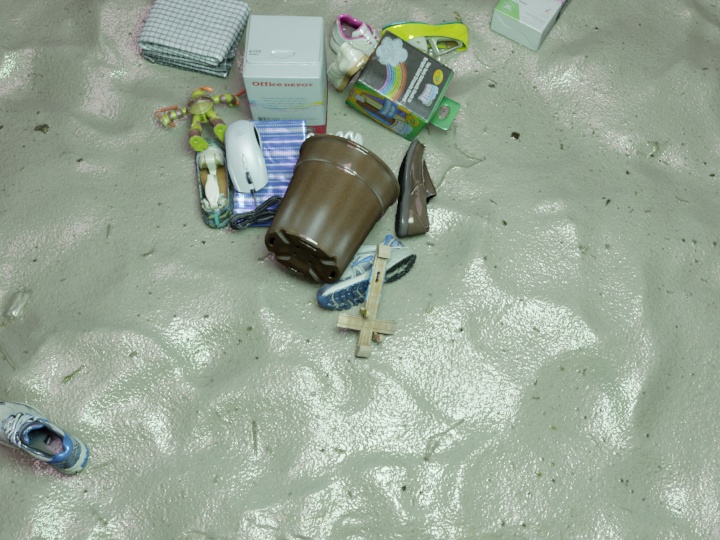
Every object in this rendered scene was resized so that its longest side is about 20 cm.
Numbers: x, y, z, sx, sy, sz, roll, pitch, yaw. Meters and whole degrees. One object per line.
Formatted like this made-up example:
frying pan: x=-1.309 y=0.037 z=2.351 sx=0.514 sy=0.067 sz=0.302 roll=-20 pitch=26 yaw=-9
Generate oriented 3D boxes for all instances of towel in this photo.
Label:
towel: x=-0.337 y=-0.492 z=1.722 sx=0.199 sy=0.086 sz=0.166 roll=15 pitch=66 yaw=8
towel: x=-0.172 y=-0.184 z=1.578 sx=0.144 sy=0.024 sz=0.201 roll=0 pitch=90 yaw=5

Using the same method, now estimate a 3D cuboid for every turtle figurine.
turtle figurine: x=-0.297 y=-0.311 z=1.631 sx=0.199 sy=0.065 sz=0.162 roll=-16 pitch=49 yaw=-10

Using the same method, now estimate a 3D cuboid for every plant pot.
plant pot: x=-0.061 y=-0.100 z=1.474 sx=0.199 sy=0.201 sz=0.199 roll=24 pitch=64 yaw=10

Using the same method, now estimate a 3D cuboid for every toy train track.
toy train track: x=0.026 y=0.055 z=1.467 sx=0.114 sy=0.033 sz=0.201 roll=9 pitch=94 yaw=-25

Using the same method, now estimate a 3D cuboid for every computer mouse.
computer mouse: x=-0.211 y=-0.183 z=1.551 sx=0.109 sy=0.044 sz=0.201 roll=-15 pitch=87 yaw=4

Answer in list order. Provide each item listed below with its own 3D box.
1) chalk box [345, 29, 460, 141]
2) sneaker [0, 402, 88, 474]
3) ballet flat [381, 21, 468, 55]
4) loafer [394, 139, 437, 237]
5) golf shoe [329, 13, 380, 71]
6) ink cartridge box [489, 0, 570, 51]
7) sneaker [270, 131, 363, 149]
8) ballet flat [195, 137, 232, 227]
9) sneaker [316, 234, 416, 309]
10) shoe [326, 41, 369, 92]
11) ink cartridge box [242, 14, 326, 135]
chalk box: x=0.093 y=-0.341 z=1.614 sx=0.199 sy=0.124 sz=0.125 roll=31 pitch=77 yaw=-8
sneaker: x=-0.548 y=0.266 z=1.392 sx=0.199 sy=0.085 sz=0.077 roll=22 pitch=68 yaw=10
ballet flat: x=0.138 y=-0.469 z=1.701 sx=0.199 sy=0.067 sz=0.067 roll=-10 pitch=83 yaw=-27
loafer: x=0.108 y=-0.152 z=1.590 sx=0.071 sy=0.073 sz=0.201 roll=9 pitch=72 yaw=-7
golf shoe: x=0.021 y=-0.447 z=1.697 sx=0.199 sy=0.092 sz=0.075 roll=33 pitch=70 yaw=11
ink cartridge box: x=0.372 y=-0.573 z=1.761 sx=0.117 sy=0.067 sz=0.200 roll=30 pitch=71 yaw=12
sneaker: x=-0.092 y=-0.221 z=1.616 sx=0.199 sy=0.075 sz=0.082 roll=-2 pitch=76 yaw=0
ballet flat: x=-0.279 y=-0.181 z=1.597 sx=0.074 sy=0.074 sz=0.201 roll=-12 pitch=67 yaw=-5
sneaker: x=0.000 y=0.000 z=1.527 sx=0.199 sy=0.077 sz=0.085 roll=-27 pitch=60 yaw=-19
shoe: x=-0.028 y=-0.392 z=1.597 sx=0.053 sy=0.200 sz=0.070 roll=40 pitch=84 yaw=-8
ink cartridge box: x=-0.138 y=-0.369 z=1.604 sx=0.144 sy=0.200 sz=0.145 roll=1 pitch=67 yaw=0
